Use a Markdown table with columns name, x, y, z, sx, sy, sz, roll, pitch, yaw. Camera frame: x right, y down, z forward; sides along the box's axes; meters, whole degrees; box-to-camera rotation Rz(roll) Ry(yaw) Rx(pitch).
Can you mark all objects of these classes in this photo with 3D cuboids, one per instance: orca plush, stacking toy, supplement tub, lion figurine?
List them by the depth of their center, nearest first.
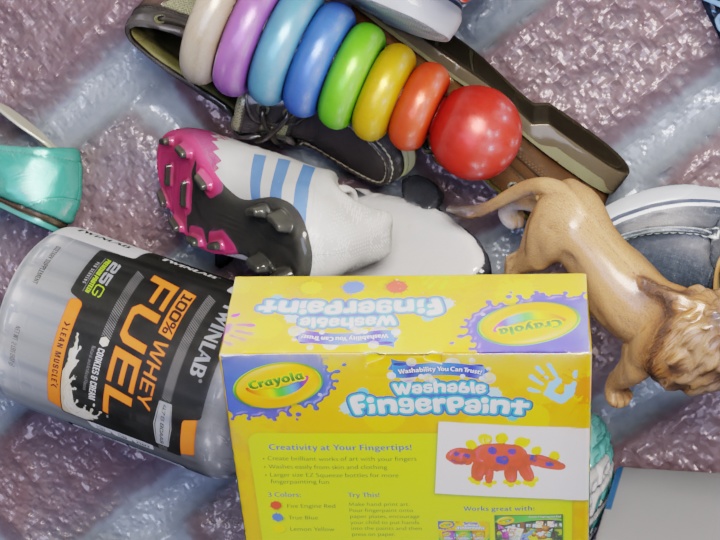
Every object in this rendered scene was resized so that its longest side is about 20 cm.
| name | x | y | z | sx | sy | sz | roll | pitch | yaw |
| --- | --- | --- | --- | --- | --- | --- | --- | --- | --- |
| lion figurine | 0.143 | 0.004 | 1.042 | 0.200 | 0.073 | 0.123 | 37 | 152 | 2 |
| stacking toy | 0.000 | -0.111 | 1.065 | 0.199 | 0.085 | 0.086 | 24 | 110 | 3 |
| orca plush | 0.000 | 0.000 | 1.166 | 0.199 | 0.106 | 0.071 | 1 | 145 | 25 |
| supplement tub | -0.122 | 0.057 | 1.178 | 0.199 | 0.122 | 0.123 | 18 | 109 | 15 |

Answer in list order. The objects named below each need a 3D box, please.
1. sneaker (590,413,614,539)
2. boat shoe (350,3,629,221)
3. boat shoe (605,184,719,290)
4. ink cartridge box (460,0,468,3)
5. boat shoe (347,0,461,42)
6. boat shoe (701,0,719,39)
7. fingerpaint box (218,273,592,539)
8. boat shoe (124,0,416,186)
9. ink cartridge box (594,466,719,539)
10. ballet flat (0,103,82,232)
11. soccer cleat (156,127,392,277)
| name | x | y | z | sx | sy | sz | roll | pitch | yaw |
| --- | --- | --- | --- | --- | --- | --- | --- | --- | --- |
| sneaker | 0.097 | 0.176 | 1.187 | 0.091 | 0.078 | 0.201 | 24 | 106 | 16 |
| boat shoe | 0.064 | -0.090 | 1.121 | 0.200 | 0.072 | 0.068 | 37 | 110 | 3 |
| boat shoe | 0.228 | 0.006 | 1.074 | 0.199 | 0.091 | 0.071 | 4 | 126 | 7 |
| ink cartridge box | 0.027 | -0.220 | 1.025 | 0.162 | 0.200 | 0.057 | 40 | 103 | 2 |
| boat shoe | -0.009 | -0.195 | 1.073 | 0.200 | 0.073 | 0.067 | 32 | 94 | 39 |
| boat shoe | 0.251 | -0.128 | 1.060 | 0.084 | 0.069 | 0.201 | -32 | 95 | 21 |
| fingerpaint box | 0.030 | 0.087 | 1.048 | 0.199 | 0.074 | 0.168 | -1 | 128 | 6 |
| boat shoe | -0.058 | -0.108 | 1.143 | 0.200 | 0.065 | 0.073 | 35 | 150 | 12 |
| ink cartridge box | 0.190 | 0.240 | 1.138 | 0.084 | 0.145 | 0.201 | 2 | 105 | 13 |
| ballet flat | -0.271 | -0.086 | 1.227 | 0.199 | 0.067 | 0.071 | 19 | 85 | 10 |
| soccer cleat | -0.055 | -0.039 | 1.139 | 0.200 | 0.086 | 0.070 | 33 | 127 | 51 |
